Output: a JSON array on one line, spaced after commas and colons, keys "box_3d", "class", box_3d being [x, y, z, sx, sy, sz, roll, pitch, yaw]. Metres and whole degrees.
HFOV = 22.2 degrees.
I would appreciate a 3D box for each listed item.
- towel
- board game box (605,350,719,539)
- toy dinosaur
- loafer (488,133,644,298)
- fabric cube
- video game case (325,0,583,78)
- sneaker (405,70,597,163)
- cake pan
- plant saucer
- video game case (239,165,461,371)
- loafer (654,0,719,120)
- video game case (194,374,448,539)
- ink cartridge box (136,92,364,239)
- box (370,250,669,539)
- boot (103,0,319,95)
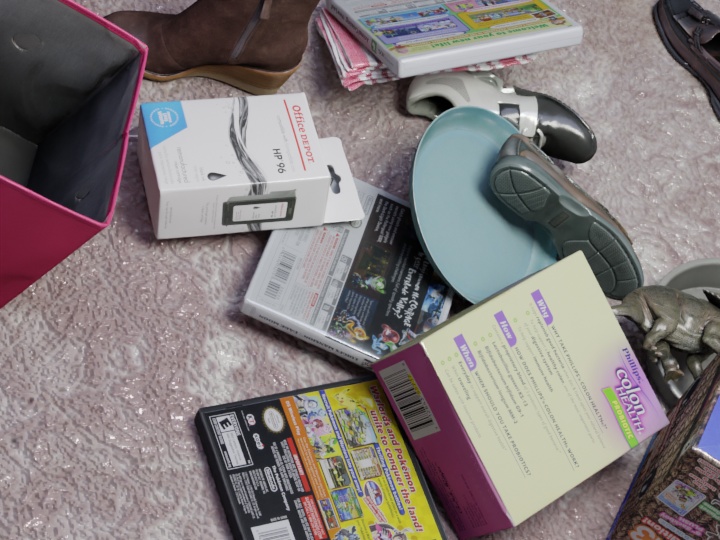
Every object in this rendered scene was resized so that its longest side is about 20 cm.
[{"box_3d": [0.063, -0.231, 1.831, 0.198, 0.030, 0.147, -7, 33, -10], "class": "towel"}, {"box_3d": [0.316, 0.168, 1.611, 0.096, 0.200, 0.160, 30, 53, 3], "class": "board game box"}, {"box_3d": [0.296, 0.051, 1.724, 0.198, 0.077, 0.103, 4, 46, -12], "class": "toy dinosaur"}, {"box_3d": [0.206, -0.056, 1.767, 0.200, 0.072, 0.063, 42, 42, -23], "class": "loafer"}, {"box_3d": [-0.323, -0.113, 1.530, 0.195, 0.199, 0.202, 29, 50, -28], "class": "fabric cube"}, {"box_3d": [0.089, -0.249, 1.810, 0.198, 0.022, 0.182, -13, 34, -20], "class": "video game case"}, {"box_3d": [0.135, -0.141, 1.827, 0.199, 0.074, 0.089, 25, 55, 11], "class": "sneaker"}, {"box_3d": [0.362, 0.082, 1.783, 0.198, 0.037, 0.202, 9, 57, -14], "class": "cake pan"}, {"box_3d": [0.113, -0.056, 1.743, 0.199, 0.027, 0.202, 16, 66, -40], "class": "plant saucer"}, {"box_3d": [0.000, 0.000, 1.704, 0.180, 0.023, 0.201, 24, 47, -4], "class": "video game case"}, {"box_3d": [0.390, -0.231, 1.978, 0.071, 0.063, 0.201, -17, 66, -28], "class": "loafer"}, {"box_3d": [-0.029, 0.194, 1.579, 0.179, 0.026, 0.201, -9, 61, -24], "class": "video game case"}, {"box_3d": [-0.098, -0.099, 1.692, 0.198, 0.068, 0.117, -5, 50, -15], "class": "ink cartridge box"}, {"box_3d": [0.141, 0.109, 1.621, 0.199, 0.097, 0.177, -28, 90, -31], "class": "box"}, {"box_3d": [-0.142, -0.245, 1.732, 0.198, 0.167, 0.073, 14, 55, -11], "class": "boot"}]
